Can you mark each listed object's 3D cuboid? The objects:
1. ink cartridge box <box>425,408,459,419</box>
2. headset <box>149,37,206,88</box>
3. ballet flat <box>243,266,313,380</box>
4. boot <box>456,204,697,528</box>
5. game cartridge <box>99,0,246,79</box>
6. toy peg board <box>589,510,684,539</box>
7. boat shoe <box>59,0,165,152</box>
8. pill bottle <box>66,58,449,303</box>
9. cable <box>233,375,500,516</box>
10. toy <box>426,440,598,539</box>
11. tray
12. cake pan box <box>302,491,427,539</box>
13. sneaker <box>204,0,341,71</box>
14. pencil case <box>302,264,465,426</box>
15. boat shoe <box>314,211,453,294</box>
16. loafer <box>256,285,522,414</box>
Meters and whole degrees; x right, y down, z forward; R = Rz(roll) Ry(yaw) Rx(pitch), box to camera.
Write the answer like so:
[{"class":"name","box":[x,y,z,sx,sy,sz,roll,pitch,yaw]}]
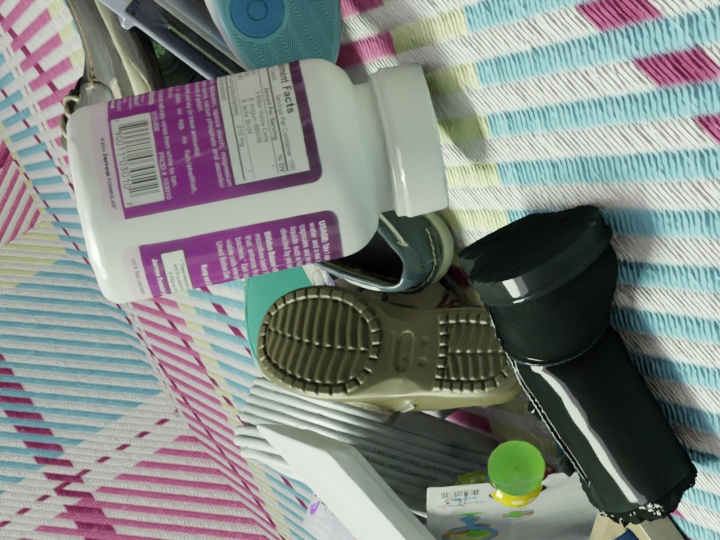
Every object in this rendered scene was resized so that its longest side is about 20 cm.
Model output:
[{"class":"ink cartridge box","box":[0.018,0.041,1.565,0.120,0.042,0.200,62,166,-9]},{"class":"headset","box":[-0.116,-0.167,1.435,0.124,0.093,0.201,-88,-21,-61]},{"class":"ballet flat","box":[-0.045,-0.018,1.481,0.072,0.071,0.202,112,155,-77]},{"class":"boot","box":[0.117,0.053,1.075,0.163,0.073,0.198,61,176,-5]},{"class":"game cartridge","box":[-0.095,-0.148,1.299,0.200,0.038,0.130,36,-168,-29]},{"class":"toy peg board","box":[0.177,0.254,1.293,0.200,0.097,0.200,54,168,18]},{"class":"boat shoe","box":[-0.152,-0.091,1.297,0.075,0.073,0.201,-68,-44,-84]},{"class":"pill bottle","box":[-0.055,-0.055,1.168,0.112,0.198,0.113,169,90,-88]},{"class":"cable","box":[0.010,0.127,1.500,0.199,0.070,0.200,18,177,-24]},{"class":"toy","box":[0.098,0.148,1.377,0.200,0.114,0.048,87,177,-71]},{"class":"tray","box":[0.019,0.169,1.372,0.200,0.022,0.107,50,162,-25]},{"class":"cake pan box","box":[0.061,0.219,1.588,0.183,0.053,0.200,26,176,-15]},{"class":"sneaker","box":[-0.076,-0.191,1.259,0.131,0.079,0.201,159,89,-77]},{"class":"pencil case","box":[0.000,0.000,1.399,0.201,0.089,0.078,56,-179,11]},{"class":"boat shoe","box":[-0.037,-0.042,1.336,0.199,0.075,0.062,34,-155,20]},{"class":"loafer","box":[0.024,0.057,1.315,0.199,0.077,0.067,8,166,34]}]
